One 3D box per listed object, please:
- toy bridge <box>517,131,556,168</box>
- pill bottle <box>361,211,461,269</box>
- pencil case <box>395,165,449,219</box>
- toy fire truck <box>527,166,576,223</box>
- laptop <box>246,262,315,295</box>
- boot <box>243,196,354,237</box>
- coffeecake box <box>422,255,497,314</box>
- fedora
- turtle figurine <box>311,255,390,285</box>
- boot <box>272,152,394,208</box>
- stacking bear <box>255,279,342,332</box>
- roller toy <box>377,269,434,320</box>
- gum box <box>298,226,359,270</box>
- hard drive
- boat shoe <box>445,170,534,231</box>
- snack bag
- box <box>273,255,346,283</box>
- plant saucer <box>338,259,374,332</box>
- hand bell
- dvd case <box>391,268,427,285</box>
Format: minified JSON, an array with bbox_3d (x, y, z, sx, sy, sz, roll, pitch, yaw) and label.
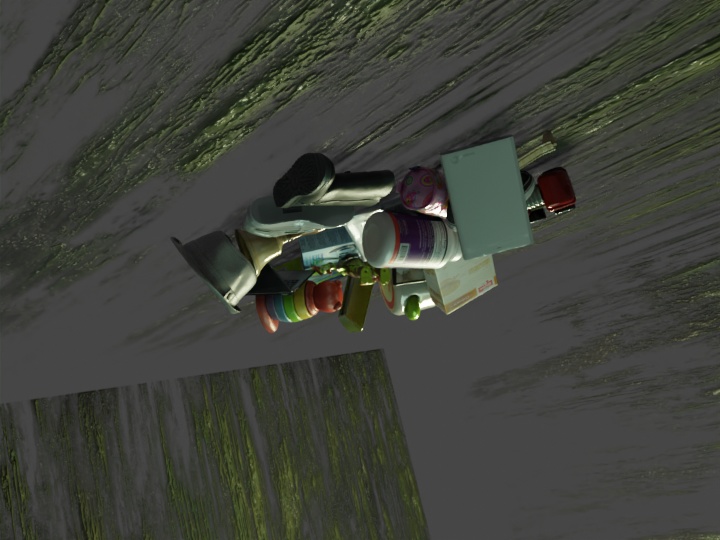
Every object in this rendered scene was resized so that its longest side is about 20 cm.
[{"bbox_3d":[0.267,-0.197,1.317,0.199,0.027,0.067,-20,-152,30],"label":"toy bridge"},{"bbox_3d":[0.110,-0.060,1.457,0.199,0.113,0.112,1,162,-29],"label":"pill bottle"},{"bbox_3d":[0.149,-0.145,1.378,0.087,0.088,0.200,-21,166,31],"label":"pencil case"},{"bbox_3d":[0.341,-0.164,1.475,0.175,0.129,0.200,-19,177,21],"label":"toy fire truck"},{"bbox_3d":[-0.234,-0.006,1.621,0.187,0.116,0.200,-1,-158,24],"label":"laptop"},{"bbox_3d":[-0.117,-0.102,1.323,0.199,0.074,0.096,-1,170,-18],"label":"boot"},{"bbox_3d":[0.226,-0.022,1.676,0.153,0.201,0.073,-29,-144,-14],"label":"coffeecake box"},{"bbox_3d":[-0.266,-0.011,1.369,0.090,0.177,0.200,-38,135,-9],"label":"fedora"},{"bbox_3d":[0.000,0.000,1.665,0.199,0.065,0.161,15,178,-34],"label":"turtle figurine"},{"bbox_3d":[-0.023,-0.148,1.199,0.199,0.066,0.165,-1,171,-35],"label":"boot"},{"bbox_3d":[-0.137,0.069,1.700,0.199,0.122,0.114,-7,152,15],"label":"stacking bear"},{"bbox_3d":[0.128,0.011,1.820,0.139,0.201,0.182,-13,-167,-12],"label":"roller toy"},{"bbox_3d":[-0.039,-0.060,1.634,0.199,0.045,0.170,-12,168,-5],"label":"gum box"},{"bbox_3d":[0.228,-0.129,1.285,0.131,0.201,0.026,-15,-162,3],"label":"hard drive"},{"bbox_3d":[0.247,-0.141,1.348,0.200,0.069,0.057,-30,138,-15],"label":"boat shoe"},{"bbox_3d":[0.070,-0.092,1.517,0.199,0.021,0.189,-19,150,6],"label":"snack bag"},{"bbox_3d":[-0.114,0.002,1.821,0.122,0.048,0.200,-22,165,33],"label":"box"},{"bbox_3d":[-0.011,0.058,1.859,0.048,0.201,0.200,15,172,-8],"label":"plant saucer"},{"bbox_3d":[-0.140,-0.072,1.430,0.199,0.104,0.104,-24,171,-17],"label":"hand bell"},{"bbox_3d":[0.161,-0.046,1.707,0.199,0.143,0.018,-7,-170,-29],"label":"dvd case"}]
